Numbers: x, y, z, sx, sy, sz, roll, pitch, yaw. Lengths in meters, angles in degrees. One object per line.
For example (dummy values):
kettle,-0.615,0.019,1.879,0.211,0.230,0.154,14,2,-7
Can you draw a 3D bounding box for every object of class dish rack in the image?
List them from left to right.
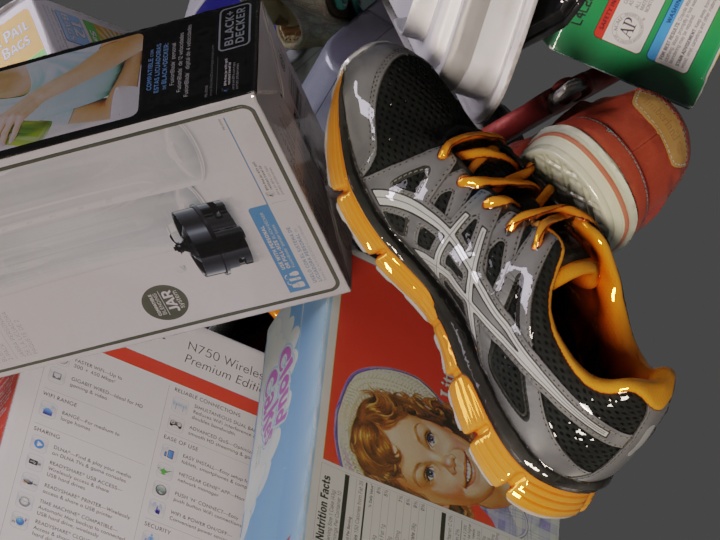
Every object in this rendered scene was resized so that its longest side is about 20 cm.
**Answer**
dish rack,0.042,-0.170,1.156,0.200,0.043,0.172,-109,33,-65

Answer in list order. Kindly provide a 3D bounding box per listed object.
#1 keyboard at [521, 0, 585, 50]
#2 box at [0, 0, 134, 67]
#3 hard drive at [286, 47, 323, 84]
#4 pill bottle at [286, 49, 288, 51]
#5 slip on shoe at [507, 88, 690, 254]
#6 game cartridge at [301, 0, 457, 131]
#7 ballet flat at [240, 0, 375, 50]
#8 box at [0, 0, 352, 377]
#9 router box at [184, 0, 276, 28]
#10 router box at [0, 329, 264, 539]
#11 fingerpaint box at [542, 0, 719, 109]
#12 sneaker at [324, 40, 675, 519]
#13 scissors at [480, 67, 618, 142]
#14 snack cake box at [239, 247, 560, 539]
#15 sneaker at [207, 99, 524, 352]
keyboard,0.068,-0.147,1.164,0.200,0.021,0.127,165,116,-72
box,-0.149,-0.031,1.472,0.101,0.112,0.200,-33,68,22
hard drive,-0.073,-0.061,1.359,0.132,0.026,0.200,-36,6,28
pill bottle,-0.077,-0.037,1.597,0.113,0.113,0.200,-42,30,58
slip on shoe,0.085,-0.030,1.153,0.061,0.074,0.200,-36,0,-18
game cartridge,0.014,-0.086,1.333,0.133,0.040,0.200,-54,-9,31
ballet flat,-0.031,-0.137,1.257,0.200,0.062,0.068,57,-154,-74
box,-0.114,-0.025,1.107,0.060,0.200,0.117,-90,-18,-45
router box,-0.016,-0.225,1.398,0.200,0.049,0.180,-45,27,56
router box,-0.070,0.116,1.174,0.049,0.200,0.180,-47,25,48
fingerpaint box,0.132,-0.191,1.167,0.167,0.073,0.200,-112,45,-68
sneaker,0.057,-0.007,1.065,0.077,0.078,0.200,-39,75,40
scissors,0.090,-0.078,1.146,0.073,0.014,0.200,-27,-2,-9
snack cake box,0.016,0.096,1.096,0.067,0.115,0.200,-53,21,41
sneaker,0.000,0.000,1.266,0.200,0.079,0.074,-47,64,10
